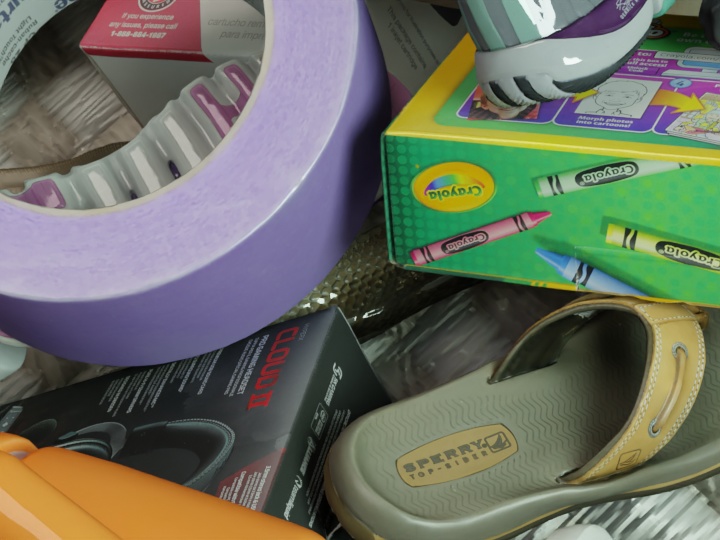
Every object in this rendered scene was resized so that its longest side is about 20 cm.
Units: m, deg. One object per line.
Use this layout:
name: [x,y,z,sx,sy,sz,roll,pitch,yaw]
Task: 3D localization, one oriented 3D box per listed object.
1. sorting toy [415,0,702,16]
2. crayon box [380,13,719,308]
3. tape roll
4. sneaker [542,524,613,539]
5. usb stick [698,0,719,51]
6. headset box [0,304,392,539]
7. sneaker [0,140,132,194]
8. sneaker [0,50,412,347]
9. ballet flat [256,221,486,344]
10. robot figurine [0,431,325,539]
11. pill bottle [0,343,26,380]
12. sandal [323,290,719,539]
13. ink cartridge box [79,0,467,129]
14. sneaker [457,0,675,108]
sorting toy: [0.065,-0.211,0.911,0.198,0.070,0.201,10,65,-1]
crayon box: [0.120,-0.042,0.768,0.199,0.059,0.119,7,31,22]
tape roll: [-0.091,-0.071,0.818,0.199,0.085,0.201,-3,72,8]
sneaker: [0.007,0.163,0.722,0.118,0.074,0.201,9,59,41]
usb stick: [0.165,-0.121,0.819,0.055,0.033,0.200,0,22,16]
headset box: [-0.077,0.100,0.797,0.199,0.077,0.149,-18,26,23]
sneaker: [-0.125,-0.011,0.978,0.199,0.070,0.076,-6,78,27]
sneaker: [-0.066,-0.022,0.891,0.199,0.089,0.081,-25,68,-2]
ballet flat: [0.000,0.000,0.865,0.199,0.067,0.047,-23,75,10]
robot figurine: [-0.082,0.115,0.652,0.199,0.144,0.117,16,92,14]
pill bottle: [-0.245,0.050,0.903,0.199,0.112,0.113,-28,44,11]
sandal: [0.078,0.038,0.748,0.199,0.055,0.082,-17,49,-22]
ink cartridge box: [-0.014,-0.151,0.993,0.144,0.084,0.201,7,58,36]
sneaker: [0.093,-0.143,0.769,0.074,0.088,0.200,-10,28,42]
